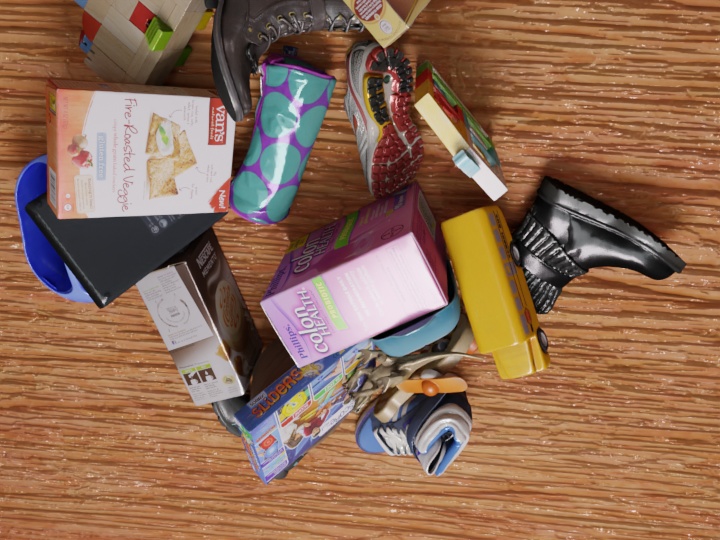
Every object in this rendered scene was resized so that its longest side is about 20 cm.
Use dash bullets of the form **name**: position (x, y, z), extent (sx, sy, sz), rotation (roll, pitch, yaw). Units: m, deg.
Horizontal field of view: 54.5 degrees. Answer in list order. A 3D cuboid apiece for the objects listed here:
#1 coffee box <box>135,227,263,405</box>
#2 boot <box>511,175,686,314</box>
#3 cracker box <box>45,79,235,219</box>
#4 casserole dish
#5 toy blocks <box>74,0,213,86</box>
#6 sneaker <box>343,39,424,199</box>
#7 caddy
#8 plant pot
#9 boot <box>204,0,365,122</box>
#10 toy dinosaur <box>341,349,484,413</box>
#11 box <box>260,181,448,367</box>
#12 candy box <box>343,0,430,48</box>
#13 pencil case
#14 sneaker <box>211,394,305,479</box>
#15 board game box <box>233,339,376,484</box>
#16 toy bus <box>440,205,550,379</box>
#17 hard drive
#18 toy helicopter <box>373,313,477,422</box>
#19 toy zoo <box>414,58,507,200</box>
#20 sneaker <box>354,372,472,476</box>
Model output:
- **coffee box**: position (-0.212, 0.060, 0.939), extent (0.078, 0.115, 0.203), rotation (-14, 115, 13)
- **boot**: position (0.277, -0.004, 0.876), extent (0.208, 0.079, 0.160), rotation (29, 111, 7)
- **cracker box**: position (-0.241, -0.134, 0.778), extent (0.197, 0.057, 0.137), rotation (-7, 116, -36)
- **casserole dish**: position (0.067, 0.042, 0.855), extent (0.119, 0.201, 0.039), rotation (-28, 108, 11)
- **toy blocks**: position (-0.262, -0.295, 0.790), extent (0.136, 0.100, 0.201), rotation (39, 113, -1)
- **sneaker**: position (0.024, -0.177, 0.830), extent (0.077, 0.082, 0.203), rotation (-24, 133, -21)
- **caddy**: position (-0.360, -0.059, 0.897), extent (0.138, 0.106, 0.204), rotation (5, 117, 4)
- **plant pot**: position (-0.084, 0.152, 0.962), extent (0.092, 0.199, 0.204), rotation (36, 122, 32)
- **boot**: position (-0.074, -0.262, 0.734), extent (0.170, 0.069, 0.205), rotation (-6, 88, -16)
- **toy dinosaur**: position (0.044, 0.120, 0.859), extent (0.198, 0.100, 0.059), rotation (-30, 69, 33)
- **box**: position (0.000, 0.000, 0.853), extent (0.197, 0.177, 0.098), rotation (-25, 110, 17)
- **candy box**: position (0.000, -0.348, 0.714), extent (0.200, 0.117, 0.056), rotation (45, 154, -15)
- **pencil case**: position (-0.101, -0.157, 0.838), extent (0.090, 0.086, 0.203), rotation (12, 118, -19)
- **sneaker**: position (-0.151, 0.222, 1.048), extent (0.079, 0.076, 0.201), rotation (-34, 116, 5)
- **board game box**: position (-0.061, 0.164, 0.882), extent (0.034, 0.199, 0.137), rotation (37, 150, 31)
- **toy bus**: position (0.163, 0.029, 0.836), extent (0.064, 0.078, 0.204), rotation (-19, 86, 31)
- **hard drive**: position (-0.272, -0.071, 0.835), extent (0.033, 0.200, 0.141), rotation (-16, 112, 54)
- **toy helicopter**: position (0.085, 0.142, 0.942), extent (0.078, 0.133, 0.201), rotation (35, 114, -13)
- **toy zoo**: position (0.106, -0.153, 0.756), extent (0.020, 0.201, 0.131), rotation (-37, 108, 21)
- **sneaker**: position (0.068, 0.236, 0.982), extent (0.198, 0.147, 0.081), rotation (-32, 110, 19)
